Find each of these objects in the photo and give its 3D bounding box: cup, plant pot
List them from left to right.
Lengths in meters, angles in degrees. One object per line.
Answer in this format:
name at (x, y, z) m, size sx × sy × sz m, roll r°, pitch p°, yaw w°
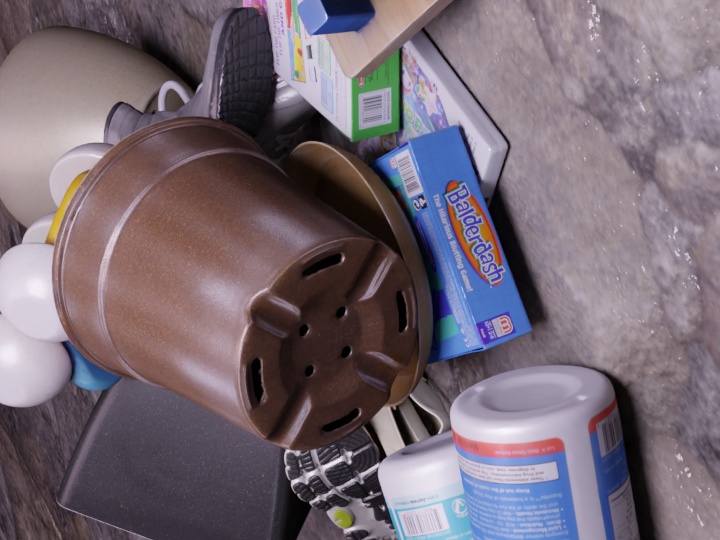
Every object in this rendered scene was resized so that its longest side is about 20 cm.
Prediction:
cup at (-0.228, -0.126, 1.676) m, size 0.143 × 0.200 × 0.201 m, roll 5°, pitch 115°, yaw 35°
plant pot at (-0.118, 0.110, 1.535) m, size 0.199 × 0.200 × 0.178 m, roll 19°, pitch 118°, yaw 6°
plant pot at (-0.077, 0.018, 1.238) m, size 0.198 × 0.200 × 0.201 m, roll 29°, pitch 133°, yaw 46°
plant pot at (0.000, 0.000, 1.305) m, size 0.200 × 0.027 × 0.201 m, roll 44°, pitch 144°, yaw 45°

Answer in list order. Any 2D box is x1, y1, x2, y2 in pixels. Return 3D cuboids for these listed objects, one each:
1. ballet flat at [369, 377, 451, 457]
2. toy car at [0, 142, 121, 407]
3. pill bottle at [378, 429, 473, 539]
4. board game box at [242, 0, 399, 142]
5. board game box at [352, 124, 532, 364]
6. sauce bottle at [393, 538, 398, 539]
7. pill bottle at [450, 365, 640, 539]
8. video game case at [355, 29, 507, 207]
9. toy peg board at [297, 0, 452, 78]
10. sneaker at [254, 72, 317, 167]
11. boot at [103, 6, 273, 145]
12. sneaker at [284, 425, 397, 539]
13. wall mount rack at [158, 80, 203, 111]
ballet flat at (0.057, 0.149, 1.409) m, size 0.201 × 0.069 × 0.070 m, roll 62°, pitch 154°, yaw 22°
toy car at (-0.199, 0.017, 1.377) m, size 0.149 × 0.175 × 0.200 m, roll 26°, pitch 135°, yaw -7°
pill bottle at (0.092, 0.218, 1.319) m, size 0.111 × 0.110 × 0.201 m, roll -14°, pitch 94°, yaw 65°
board game box at (-0.033, -0.205, 1.336) m, size 0.200 × 0.040 × 0.154 m, roll 46°, pitch 144°, yaw 51°
board game box at (0.037, -0.007, 1.309) m, size 0.200 × 0.045 × 0.153 m, roll -22°, pitch 88°, yaw 65°
sauce bottle at (0.078, 0.306, 1.463) m, size 0.200 × 0.066 × 0.066 m, roll 55°, pitch 151°, yaw 35°
pill bottle at (0.130, 0.174, 1.209) m, size 0.112 × 0.112 × 0.201 m, roll 17°, pitch 121°, yaw 60°
video game case at (0.044, -0.072, 1.325) m, size 0.143 × 0.018 × 0.200 m, roll 57°, pitch 151°, yaw 30°
toy peg board at (-0.013, -0.255, 1.145) m, size 0.199 × 0.098 × 0.201 m, roll -37°, pitch 72°, yaw 42°
sneaker at (-0.086, -0.082, 1.457) m, size 0.200 × 0.076 × 0.092 m, roll -38°, pitch 73°, yaw 30°
boot at (-0.144, -0.115, 1.406) m, size 0.131 × 0.070 × 0.201 m, roll 18°, pitch 106°, yaw 30°
sneaker at (-0.015, 0.155, 1.481) m, size 0.200 × 0.077 × 0.085 m, roll 63°, pitch -172°, yaw -49°
wall mount rack at (-0.111, -0.073, 1.586) m, size 0.200 × 0.074 × 0.174 m, roll 60°, pitch 149°, yaw 23°
